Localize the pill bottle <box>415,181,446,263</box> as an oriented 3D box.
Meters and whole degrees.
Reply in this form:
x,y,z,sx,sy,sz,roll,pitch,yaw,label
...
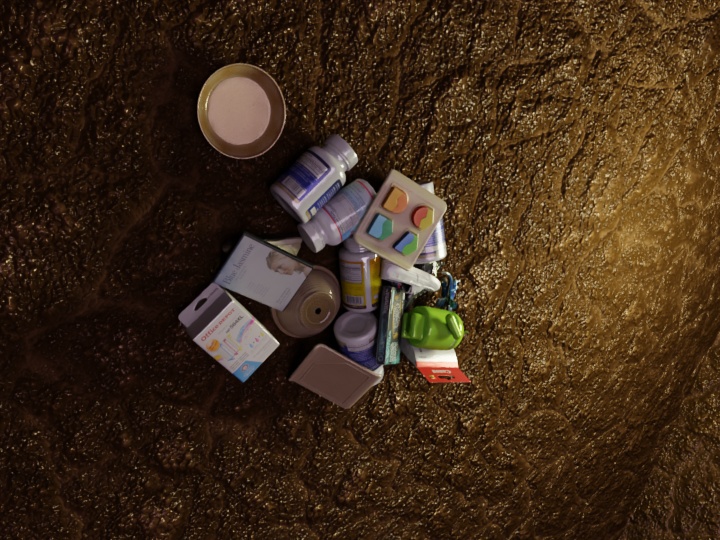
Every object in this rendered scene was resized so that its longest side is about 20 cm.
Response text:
x,y,z,sx,sy,sz,roll,pitch,yaw,label
0.159,-0.129,1.524,0.119,0.119,0.202,-14,104,-26,pill bottle

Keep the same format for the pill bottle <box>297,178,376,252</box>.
x,y,z,sx,sy,sz,roll,pitch,yaw,label
-0.053,-0.132,1.420,0.199,0.109,0.109,-35,121,-15,pill bottle

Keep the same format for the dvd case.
x,y,z,sx,sy,sz,roll,pitch,yaw,label
-0.226,0.006,1.341,0.199,0.018,0.143,27,108,-32,dvd case

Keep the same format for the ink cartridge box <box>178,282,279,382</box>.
x,y,z,sx,sy,sz,roll,pitch,yaw,label
-0.315,0.138,1.350,0.129,0.125,0.200,-46,124,-8,ink cartridge box

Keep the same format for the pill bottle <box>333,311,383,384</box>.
x,y,z,sx,sy,sz,roll,pitch,yaw,label
0.004,0.216,1.555,0.119,0.120,0.201,-28,129,-19,pill bottle

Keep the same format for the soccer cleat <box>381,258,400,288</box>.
x,y,z,sx,sy,sz,roll,pitch,yaw,label
0.069,-0.033,1.564,0.076,0.067,0.201,-10,122,6,soccer cleat

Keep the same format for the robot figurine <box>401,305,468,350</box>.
x,y,z,sx,sy,sz,roll,pitch,yaw,label
0.206,0.165,1.618,0.199,0.175,0.117,11,81,-32,robot figurine

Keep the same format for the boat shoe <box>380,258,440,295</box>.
x,y,z,sx,sy,sz,roll,pitch,yaw,label
0.132,0.028,1.520,0.199,0.072,0.069,26,76,-40,boat shoe

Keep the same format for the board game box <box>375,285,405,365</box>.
x,y,z,sx,sy,sz,roll,pitch,yaw,label
0.081,0.146,1.518,0.135,0.028,0.202,20,75,-69,board game box

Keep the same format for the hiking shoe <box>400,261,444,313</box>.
x,y,z,sx,sy,sz,roll,pitch,yaw,label
0.173,0.046,1.637,0.100,0.076,0.201,31,89,-31,hiking shoe

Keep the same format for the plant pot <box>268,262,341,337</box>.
x,y,z,sx,sy,sz,roll,pitch,yaw,label
-0.126,0.088,1.465,0.199,0.093,0.203,-12,114,-28,plant pot

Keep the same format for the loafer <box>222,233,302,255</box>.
x,y,z,sx,sy,sz,roll,pitch,yaw,label
-0.229,-0.046,1.366,0.199,0.076,0.069,-7,105,-29,loafer

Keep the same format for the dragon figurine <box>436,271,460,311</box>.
x,y,z,sx,sy,sz,roll,pitch,yaw,label
0.252,0.077,1.664,0.200,0.058,0.100,74,27,-67,dragon figurine

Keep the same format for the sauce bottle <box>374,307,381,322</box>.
x,y,z,sx,sy,sz,roll,pitch,yaw,label
0.076,0.151,1.623,0.064,0.065,0.202,-19,115,-23,sauce bottle

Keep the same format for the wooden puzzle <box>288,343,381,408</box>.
x,y,z,sx,sy,sz,roll,pitch,yaw,label
-0.068,0.278,1.519,0.199,0.037,0.185,27,131,-13,wooden puzzle

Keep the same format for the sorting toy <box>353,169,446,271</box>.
x,y,z,sx,sy,sz,roll,pitch,yaw,label
0.102,-0.119,1.412,0.184,0.036,0.201,27,94,-25,sorting toy

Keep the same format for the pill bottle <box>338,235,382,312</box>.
x,y,z,sx,sy,sz,roll,pitch,yaw,label
0.000,0.000,1.498,0.108,0.109,0.202,-15,114,-26,pill bottle

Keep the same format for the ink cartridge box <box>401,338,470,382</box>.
x,y,z,sx,sy,sz,roll,pitch,yaw,label
0.212,0.245,1.656,0.160,0.200,0.050,6,112,-33,ink cartridge box

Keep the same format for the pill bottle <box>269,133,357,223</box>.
x,y,z,sx,sy,sz,roll,pitch,yaw,label
-0.105,-0.220,1.351,0.200,0.120,0.120,-46,124,-9,pill bottle

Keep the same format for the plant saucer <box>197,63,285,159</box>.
x,y,z,sx,sy,sz,roll,pitch,yaw,label
-0.263,-0.349,1.262,0.199,0.035,0.202,-11,113,-27,plant saucer
